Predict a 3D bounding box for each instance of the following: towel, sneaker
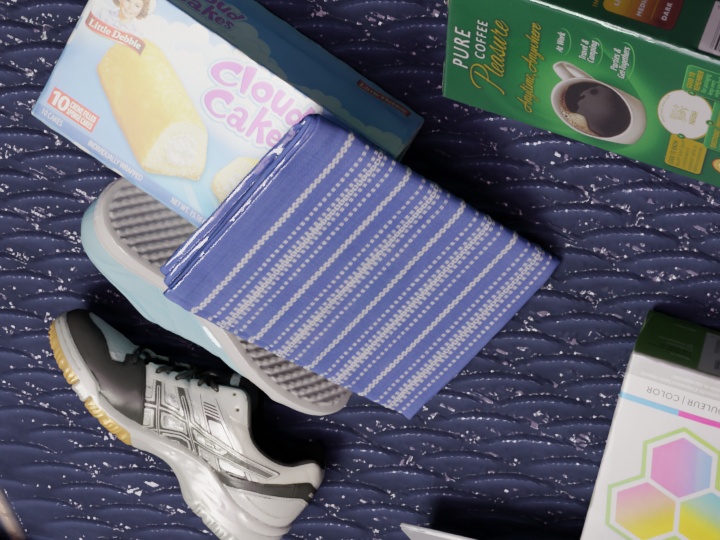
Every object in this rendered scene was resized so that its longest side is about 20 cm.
[{"bbox_3d":[0.000,0.000,1.192,0.199,0.024,0.145,29,116,-33],"label":"towel"},{"bbox_3d":[-0.089,0.017,1.276,0.200,0.074,0.082,44,155,-12],"label":"sneaker"},{"bbox_3d":[-0.106,0.083,1.308,0.200,0.076,0.088,43,104,-7],"label":"sneaker"}]

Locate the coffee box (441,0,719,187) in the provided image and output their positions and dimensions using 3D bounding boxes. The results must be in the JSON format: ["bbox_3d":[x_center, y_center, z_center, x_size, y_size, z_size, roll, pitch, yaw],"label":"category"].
[{"bbox_3d":[0.143,-0.111,1.107,0.199,0.044,0.123,19,155,11],"label":"coffee box"}]

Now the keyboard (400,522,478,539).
[{"bbox_3d":[0.121,0.186,1.265,0.199,0.011,0.056,10,152,25],"label":"keyboard"}]

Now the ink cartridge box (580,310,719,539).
[{"bbox_3d":[0.191,0.134,1.224,0.103,0.059,0.201,17,118,10],"label":"ink cartridge box"}]

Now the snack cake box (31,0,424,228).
[{"bbox_3d":[-0.078,-0.091,1.211,0.199,0.067,0.115,34,120,1],"label":"snack cake box"}]
